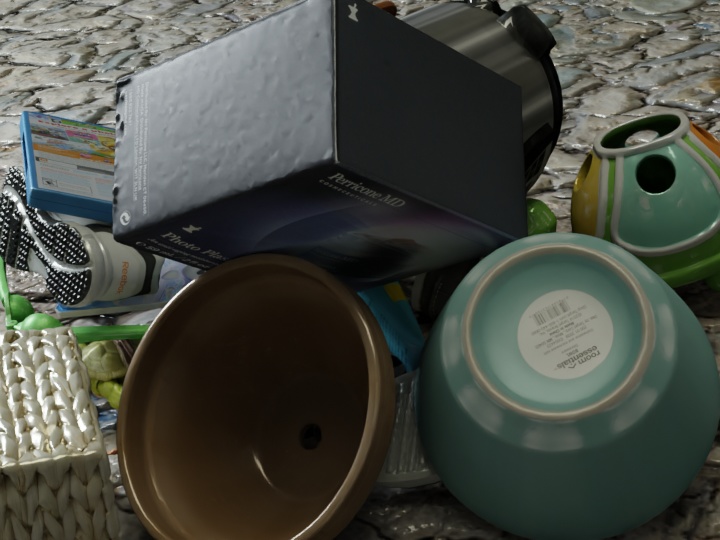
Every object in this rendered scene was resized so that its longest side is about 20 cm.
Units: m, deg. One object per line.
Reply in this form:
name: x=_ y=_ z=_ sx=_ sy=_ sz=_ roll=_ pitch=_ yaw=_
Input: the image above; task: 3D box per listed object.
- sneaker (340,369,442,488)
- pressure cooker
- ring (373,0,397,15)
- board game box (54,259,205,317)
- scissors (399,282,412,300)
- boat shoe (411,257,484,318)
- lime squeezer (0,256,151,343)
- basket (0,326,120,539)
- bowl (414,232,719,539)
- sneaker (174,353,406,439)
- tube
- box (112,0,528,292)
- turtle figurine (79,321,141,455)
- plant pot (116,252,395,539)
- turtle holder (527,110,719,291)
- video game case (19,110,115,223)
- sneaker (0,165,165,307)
sneaker: x=0.083 y=0.096 z=1.057 sx=0.198 sy=0.080 sz=0.079 roll=-24 pitch=69 yaw=-3
pressure cooker: x=0.068 y=-0.128 z=1.254 sx=0.175 sy=0.180 sz=0.200 roll=6 pitch=23 yaw=32
ring: x=-0.046 y=-0.156 z=1.302 sx=0.200 sy=0.019 sz=0.200 roll=-37 pitch=-2 yaw=-2
board game box: x=-0.131 y=-0.038 z=1.262 sx=0.198 sy=0.026 sz=0.201 roll=-6 pitch=32 yaw=18
scissors: x=-0.009 y=-0.004 z=1.370 sx=0.072 sy=0.014 sz=0.200 roll=-9 pitch=25 yaw=-13
boat shoe: x=0.108 y=-0.014 z=1.308 sx=0.057 sy=0.067 sz=0.200 roll=22 pitch=37 yaw=18
lime squeezer: x=-0.240 y=0.029 z=1.167 sx=0.199 sy=0.038 sz=0.071 roll=21 pitch=60 yaw=39
basket: x=-0.222 y=0.130 z=0.973 sx=0.122 sy=0.137 sz=0.200 roll=-10 pitch=25 yaw=-14
bowl: x=0.124 y=0.057 z=0.964 sx=0.199 sy=0.105 sz=0.203 roll=-5 pitch=64 yaw=10
sneaker: x=-0.074 y=0.083 z=1.133 sx=0.198 sy=0.076 sz=0.115 roll=-3 pitch=17 yaw=-20
tube: x=0.000 y=0.000 z=1.157 sx=0.050 sy=0.078 sz=0.201 roll=-28 pitch=65 yaw=-7
box: x=-0.025 y=-0.071 z=1.017 sx=0.197 sy=0.124 sz=0.199 roll=-17 pitch=-24 yaw=38
turtle figurine: x=-0.179 y=0.067 z=1.184 sx=0.160 sy=0.065 sz=0.200 roll=-19 pitch=27 yaw=-26
plant pot: x=-0.053 y=0.097 z=1.001 sx=0.199 sy=0.203 sz=0.093 roll=12 pitch=-10 yaw=34
turtle holder: x=0.224 y=-0.051 z=1.259 sx=0.184 sy=0.133 sz=0.141 roll=-5 pitch=27 yaw=31
video game case: x=-0.196 y=-0.078 z=1.232 sx=0.142 sy=0.018 sz=0.200 roll=10 pitch=19 yaw=-18
sneaker: x=-0.221 y=-0.024 z=1.197 sx=0.079 sy=0.074 sz=0.200 roll=1 pitch=24 yaw=-37
